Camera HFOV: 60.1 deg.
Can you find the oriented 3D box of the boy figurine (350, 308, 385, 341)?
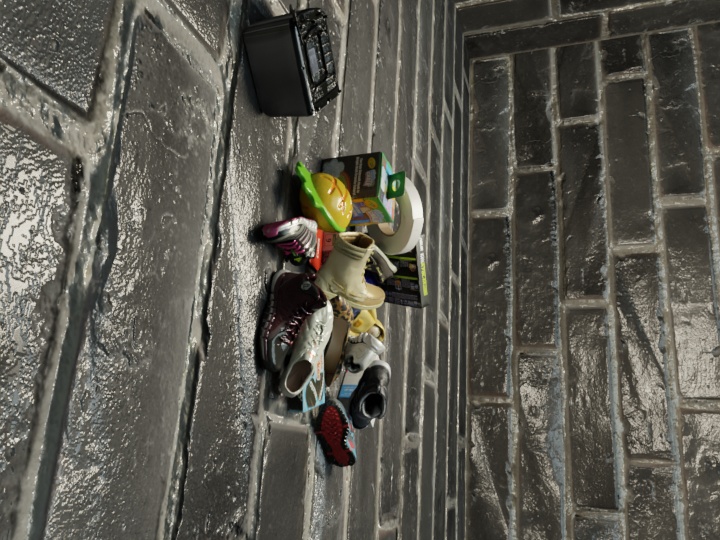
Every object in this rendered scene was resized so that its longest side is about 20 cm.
[{"bbox_3d":[-0.008,0.125,1.512,0.065,0.124,0.200,47,2,41],"label":"boy figurine"}]

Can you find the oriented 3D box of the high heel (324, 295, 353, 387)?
[{"bbox_3d":[-0.056,0.156,1.354,0.202,0.070,0.145,98,-1,-54],"label":"high heel"}]

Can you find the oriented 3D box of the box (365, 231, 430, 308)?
[{"bbox_3d":[0.097,-0.006,1.699,0.047,0.198,0.198,-16,106,-42],"label":"box"}]

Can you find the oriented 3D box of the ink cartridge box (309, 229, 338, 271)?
[{"bbox_3d":[-0.058,-0.031,1.458,0.200,0.049,0.112,49,42,-63],"label":"ink cartridge box"}]

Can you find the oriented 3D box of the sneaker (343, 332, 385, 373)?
[{"bbox_3d":[-0.016,0.196,1.437,0.082,0.075,0.200,-56,-171,-22],"label":"sneaker"}]

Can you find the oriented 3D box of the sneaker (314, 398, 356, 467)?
[{"bbox_3d":[-0.057,0.353,1.416,0.096,0.077,0.203,-90,173,-53],"label":"sneaker"}]

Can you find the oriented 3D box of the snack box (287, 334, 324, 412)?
[{"bbox_3d":[-0.113,0.183,1.296,0.116,0.036,0.205,5,83,-72],"label":"snack box"}]

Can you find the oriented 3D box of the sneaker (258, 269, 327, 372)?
[{"bbox_3d":[-0.120,0.089,1.167,0.076,0.113,0.204,50,41,-60],"label":"sneaker"}]

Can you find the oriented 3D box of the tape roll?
[{"bbox_3d":[0.082,-0.142,1.577,0.036,0.201,0.208,-9,98,-35],"label":"tape roll"}]

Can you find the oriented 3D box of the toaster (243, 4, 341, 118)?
[{"bbox_3d":[-0.126,-0.408,1.202,0.182,0.116,0.204,-61,145,-57],"label":"toaster"}]

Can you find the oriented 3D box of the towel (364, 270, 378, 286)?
[{"bbox_3d":[0.009,0.072,1.648,0.201,0.048,0.151,-56,139,-60],"label":"towel"}]

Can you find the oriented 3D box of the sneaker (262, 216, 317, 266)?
[{"bbox_3d":[-0.129,-0.054,1.220,0.200,0.072,0.090,-8,89,-76],"label":"sneaker"}]

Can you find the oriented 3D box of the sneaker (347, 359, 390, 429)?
[{"bbox_3d":[0.014,0.310,1.419,0.115,0.074,0.203,-80,-172,-61],"label":"sneaker"}]

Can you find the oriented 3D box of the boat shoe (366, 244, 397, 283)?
[{"bbox_3d":[0.036,-0.022,1.584,0.061,0.072,0.201,-45,149,0],"label":"boat shoe"}]

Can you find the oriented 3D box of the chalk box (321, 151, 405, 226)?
[{"bbox_3d":[0.015,-0.190,1.466,0.124,0.195,0.128,51,41,-59],"label":"chalk box"}]

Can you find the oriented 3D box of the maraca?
[{"bbox_3d":[-0.082,-0.152,1.317,0.139,0.106,0.200,63,12,29],"label":"maraca"}]

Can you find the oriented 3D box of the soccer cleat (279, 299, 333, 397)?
[{"bbox_3d":[-0.099,0.149,1.202,0.077,0.068,0.204,167,-55,-76],"label":"soccer cleat"}]

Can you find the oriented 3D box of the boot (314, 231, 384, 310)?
[{"bbox_3d":[0.000,0.000,1.378,0.197,0.157,0.073,16,28,-32],"label":"boot"}]

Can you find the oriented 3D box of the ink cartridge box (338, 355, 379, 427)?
[{"bbox_3d":[0.011,0.283,1.599,0.202,0.066,0.117,-72,152,-46],"label":"ink cartridge box"}]
